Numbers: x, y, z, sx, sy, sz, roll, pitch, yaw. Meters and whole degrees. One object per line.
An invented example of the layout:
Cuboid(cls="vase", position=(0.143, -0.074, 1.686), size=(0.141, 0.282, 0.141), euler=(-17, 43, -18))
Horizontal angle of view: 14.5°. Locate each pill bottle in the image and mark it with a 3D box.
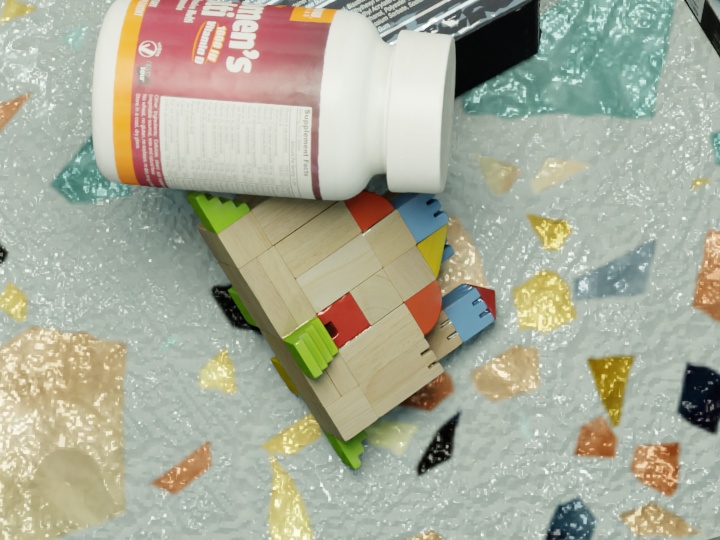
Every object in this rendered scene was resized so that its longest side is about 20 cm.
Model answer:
Cuboid(cls="pill bottle", position=(-0.048, -0.097, 1.627), size=(0.198, 0.110, 0.110), euler=(4, 75, 6))

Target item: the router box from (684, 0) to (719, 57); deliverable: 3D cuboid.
Cuboid(cls="router box", position=(0.300, -0.168, 1.777), size=(0.157, 0.052, 0.201), euler=(-28, 75, -5))

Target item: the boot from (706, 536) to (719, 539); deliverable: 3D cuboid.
Cuboid(cls="boot", position=(0.248, 0.148, 1.638), size=(0.199, 0.072, 0.183), euler=(-21, 86, 36))

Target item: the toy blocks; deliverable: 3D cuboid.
Cuboid(cls="toy blocks", position=(0.000, 0.000, 1.713), size=(0.136, 0.100, 0.201), euler=(-35, 105, -12))

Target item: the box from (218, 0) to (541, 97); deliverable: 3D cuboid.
Cuboid(cls="box", position=(-0.019, -0.189, 1.764), size=(0.199, 0.123, 0.199), euler=(-28, 77, -3))
